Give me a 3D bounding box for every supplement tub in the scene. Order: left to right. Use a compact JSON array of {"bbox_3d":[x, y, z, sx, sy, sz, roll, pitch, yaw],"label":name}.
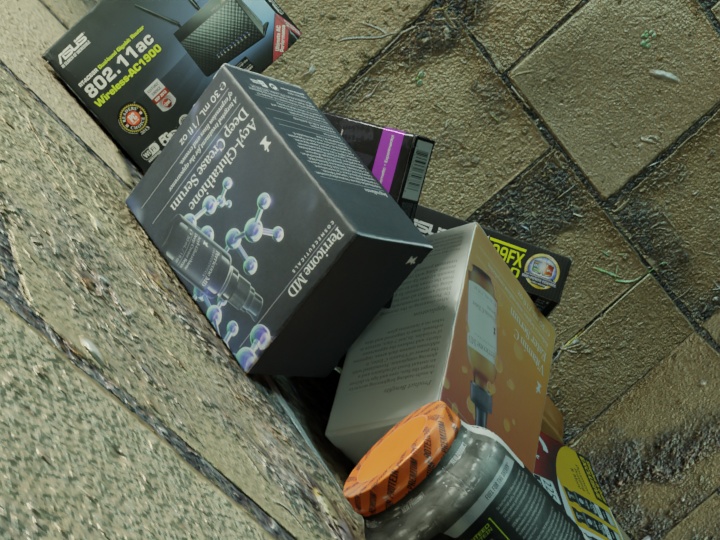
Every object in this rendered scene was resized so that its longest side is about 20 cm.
[{"bbox_3d":[0.087,0.197,1.060,0.200,0.122,0.123,49,4,-8],"label":"supplement tub"}]

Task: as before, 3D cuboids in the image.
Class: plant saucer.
[{"bbox_3d":[0.158,0.120,1.689,0.200,0.037,0.200,45,-3,3],"label":"plant saucer"}]

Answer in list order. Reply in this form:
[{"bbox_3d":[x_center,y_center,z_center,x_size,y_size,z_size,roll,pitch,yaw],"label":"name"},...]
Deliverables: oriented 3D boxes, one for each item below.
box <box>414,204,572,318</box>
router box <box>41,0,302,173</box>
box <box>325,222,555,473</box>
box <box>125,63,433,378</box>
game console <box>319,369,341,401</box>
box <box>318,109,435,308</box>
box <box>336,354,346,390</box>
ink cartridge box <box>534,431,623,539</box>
[{"bbox_3d":[0.098,0.005,1.404,0.159,0.045,0.200,20,-14,1],"label":"box"},{"bbox_3d":[-0.175,-0.212,1.420,0.150,0.200,0.062,48,9,-9],"label":"router box"},{"bbox_3d":[0.072,0.091,1.255,0.152,0.106,0.201,50,39,-35],"label":"box"},{"bbox_3d":[-0.068,-0.037,1.203,0.107,0.149,0.200,8,37,-54],"label":"box"},{"bbox_3d":[0.045,0.187,1.398,0.177,0.031,0.200,39,8,-35],"label":"game console"},{"bbox_3d":[-0.040,-0.063,1.274,0.199,0.144,0.036,19,6,35],"label":"box"},{"bbox_3d":[0.000,0.000,1.379,0.032,0.122,0.201,17,44,0],"label":"box"},{"bbox_3d":[0.181,0.249,1.343,0.175,0.084,0.201,31,27,-37],"label":"ink cartridge box"}]
